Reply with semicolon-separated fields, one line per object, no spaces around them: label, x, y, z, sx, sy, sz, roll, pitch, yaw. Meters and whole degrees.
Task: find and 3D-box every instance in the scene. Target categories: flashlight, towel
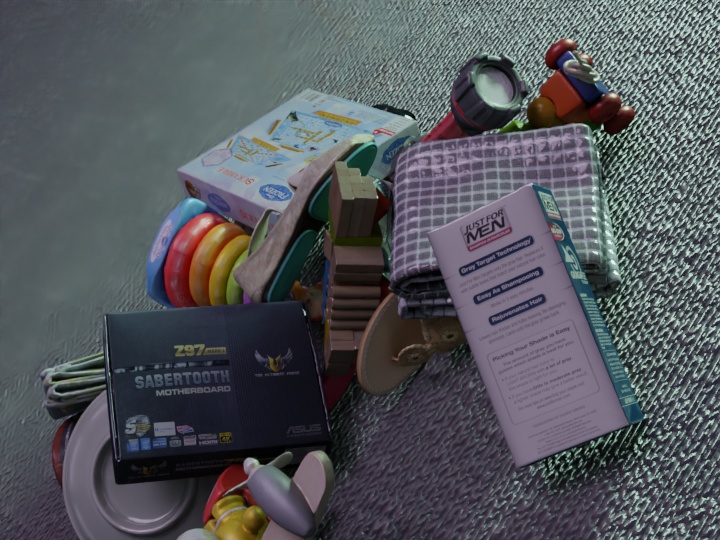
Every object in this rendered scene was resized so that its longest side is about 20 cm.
flashlight;0.086;-0.135;1.214;0.200;0.067;0.068;-41;24;57
towel;0.126;-0.045;1.124;0.198;0.086;0.167;-6;49;10
towel;-0.253;0.109;1.332;0.170;0.049;0.200;-17;-4;-15

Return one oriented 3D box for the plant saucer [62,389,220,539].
plant saucer;-0.198;0.195;1.189;0.198;0.050;0.202;-1;83;12

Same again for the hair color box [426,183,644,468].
hair color box;0.138;0.043;0.997;0.099;0.060;0.202;-25;79;22

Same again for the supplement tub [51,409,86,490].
supplement tub;-0.214;0.172;1.290;0.199;0.107;0.108;-22;38;28

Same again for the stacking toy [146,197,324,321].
stacking toy;-0.114;0.011;1.301;0.199;0.110;0.117;20;83;28

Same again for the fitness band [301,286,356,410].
fitness band;-0.071;0.089;1.299;0.144;0.037;0.199;-55;34;-12

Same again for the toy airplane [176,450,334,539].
toy airplane;-0.088;0.252;1.030;0.199;0.140;0.202;-20;60;57

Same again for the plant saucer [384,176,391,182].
plant saucer;0.057;-0.080;1.348;0.199;0.035;0.201;-28;36;23

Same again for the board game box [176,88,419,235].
board game box;-0.068;-0.120;1.377;0.199;0.041;0.199;-35;36;-25

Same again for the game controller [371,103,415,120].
game controller;-0.017;-0.114;1.456;0.200;0.042;0.104;-48;31;-6

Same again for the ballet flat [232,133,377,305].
ballet flat;-0.060;-0.059;1.220;0.062;0.067;0.201;36;97;24

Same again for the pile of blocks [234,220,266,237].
pile of blocks;-0.125;0.003;1.428;0.082;0.062;0.202;84;-158;-78

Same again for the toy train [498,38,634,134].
toy train;0.176;-0.150;1.173;0.116;0.200;0.085;-41;74;16

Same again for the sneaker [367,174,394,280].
sneaker;0.007;-0.008;1.244;0.077;0.086;0.202;-27;56;28

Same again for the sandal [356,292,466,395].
sandal;0.083;0.033;1.159;0.212;0.078;0.069;-48;32;-18

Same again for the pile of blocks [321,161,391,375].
pile of blocks;0.000;0.000;1.183;0.062;0.202;0.082;1;17;-11

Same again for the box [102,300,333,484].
box;-0.136;0.110;1.169;0.198;0.051;0.159;-2;53;-14
